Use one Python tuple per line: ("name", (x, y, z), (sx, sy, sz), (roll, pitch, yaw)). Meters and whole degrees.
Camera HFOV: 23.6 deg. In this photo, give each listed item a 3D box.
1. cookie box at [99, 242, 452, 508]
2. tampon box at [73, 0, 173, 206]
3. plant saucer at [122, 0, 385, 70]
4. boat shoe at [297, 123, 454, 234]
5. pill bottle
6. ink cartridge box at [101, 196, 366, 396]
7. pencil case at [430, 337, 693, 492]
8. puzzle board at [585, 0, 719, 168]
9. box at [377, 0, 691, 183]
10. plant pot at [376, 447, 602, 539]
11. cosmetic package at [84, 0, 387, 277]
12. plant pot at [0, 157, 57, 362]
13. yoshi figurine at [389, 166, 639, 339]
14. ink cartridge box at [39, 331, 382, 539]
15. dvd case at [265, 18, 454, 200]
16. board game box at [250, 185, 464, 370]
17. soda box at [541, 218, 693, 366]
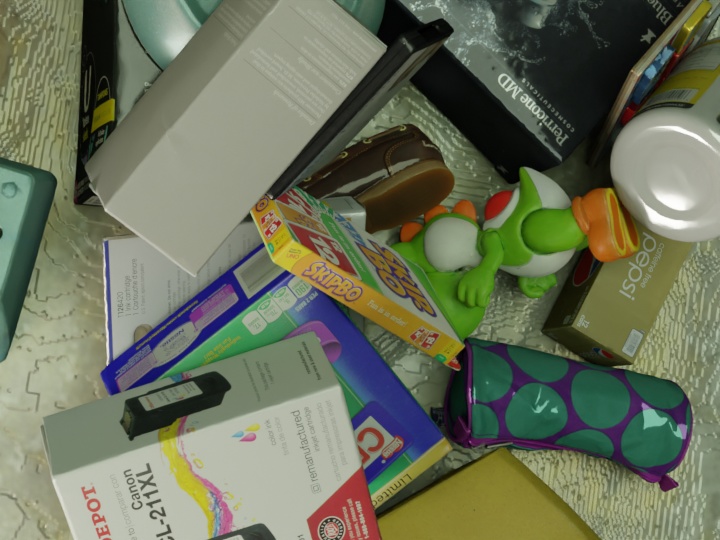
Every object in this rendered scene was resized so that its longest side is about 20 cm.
("cookie box", (-0.059, 0.103, 1.262), (0.171, 0.075, 0.200), (-39, 118, 1))
("tampon box", (-0.137, -0.151, 1.283), (0.126, 0.150, 0.200), (3, 84, -18))
("plant saucer", (-0.069, -0.213, 1.214), (0.200, 0.036, 0.200), (2, 85, -20))
("boat shoe", (-0.027, -0.051, 1.354), (0.200, 0.070, 0.070), (-24, 55, -12))
("pill bottle", (0.281, -0.114, 1.337), (0.112, 0.112, 0.200), (52, 45, -6))
("ink cartridge box", (-0.095, 0.051, 1.298), (0.200, 0.047, 0.198), (-5, 111, -16))
("pencil case", (0.164, 0.115, 1.382), (0.200, 0.085, 0.092), (11, 67, -15))
("puzzle board", (0.247, -0.168, 1.374), (0.017, 0.200, 0.151), (40, 75, 8))
("box", (0.133, -0.211, 1.387), (0.197, 0.117, 0.200), (43, 76, -9))
("plant pot", (0.079, 0.247, 1.297), (0.200, 0.200, 0.176), (-29, 84, -17))
("cosmetic package", (-0.086, -0.106, 1.141), (0.090, 0.107, 0.200), (36, 98, -25))
("plant pot", (-0.289, -0.025, 1.201), (0.141, 0.200, 0.141), (17, 80, -14))
("yoshi figurine", (0.114, 0.001, 1.346), (0.200, 0.112, 0.112), (-14, 129, 20))
("ink cartridge box", (-0.101, 0.148, 1.180), (0.200, 0.083, 0.146), (-18, 119, -7))
("dvd case", (0.001, -0.118, 1.221), (0.018, 0.200, 0.143), (45, 105, 0))
("board game box", (0.000, 0.000, 1.230), (0.030, 0.096, 0.200), (-43, 131, 14))
("soda box", (0.229, -0.022, 1.421), (0.064, 0.068, 0.200), (32, 77, -11))
